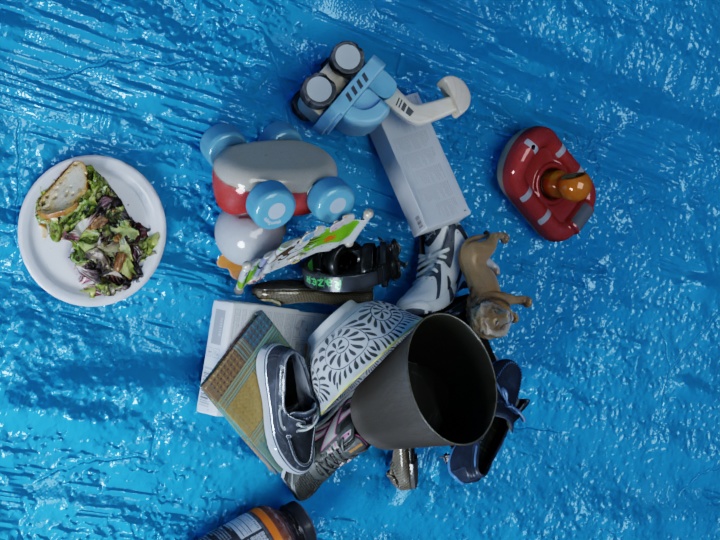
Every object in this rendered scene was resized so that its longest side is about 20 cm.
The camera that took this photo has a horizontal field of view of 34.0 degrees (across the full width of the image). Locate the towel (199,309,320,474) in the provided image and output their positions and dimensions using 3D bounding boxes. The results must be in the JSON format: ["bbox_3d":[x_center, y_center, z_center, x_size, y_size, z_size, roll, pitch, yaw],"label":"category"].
[{"bbox_3d":[-0.131,0.172,1.661,0.147,0.022,0.200,-54,129,-26],"label":"towel"}]

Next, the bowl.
[{"bbox_3d":[-0.013,0.105,1.676,0.201,0.201,0.094,-42,83,-20],"label":"bowl"}]

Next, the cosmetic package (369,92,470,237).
[{"bbox_3d":[0.081,-0.156,1.742,0.083,0.051,0.200,-19,82,-25],"label":"cosmetic package"}]

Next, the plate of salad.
[{"bbox_3d":[-0.346,-0.051,1.545,0.200,0.048,0.200,-3,96,-30],"label":"plate of salad"}]

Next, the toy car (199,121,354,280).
[{"bbox_3d":[-0.131,-0.075,1.625,0.177,0.184,0.200,-7,129,-33],"label":"toy car"}]

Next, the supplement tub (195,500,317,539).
[{"bbox_3d":[-0.162,0.402,1.661,0.200,0.107,0.107,-24,106,-26],"label":"supplement tub"}]

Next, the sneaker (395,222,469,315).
[{"bbox_3d":[0.106,-0.014,1.780,0.199,0.079,0.130,-27,100,-38],"label":"sneaker"}]

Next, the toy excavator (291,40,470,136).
[{"bbox_3d":[0.030,-0.242,1.678,0.200,0.100,0.194,41,76,-7],"label":"toy excavator"}]

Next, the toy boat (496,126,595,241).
[{"bbox_3d":[0.313,-0.138,1.867,0.200,0.131,0.131,46,72,-25],"label":"toy boat"}]

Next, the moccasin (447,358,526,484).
[{"bbox_3d":[0.195,0.218,1.685,0.080,0.068,0.200,34,64,-25],"label":"moccasin"}]

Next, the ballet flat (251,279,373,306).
[{"bbox_3d":[-0.067,0.040,1.708,0.200,0.067,0.046,1,102,-35],"label":"ballet flat"}]

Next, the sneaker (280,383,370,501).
[{"bbox_3d":[-0.034,0.252,1.726,0.080,0.086,0.200,46,73,-32],"label":"sneaker"}]

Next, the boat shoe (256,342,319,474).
[{"bbox_3d":[-0.090,0.197,1.642,0.072,0.068,0.200,-23,111,-41],"label":"boat shoe"}]

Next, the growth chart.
[{"bbox_3d":[-0.079,-0.028,1.599,0.200,0.145,0.018,-23,79,-12],"label":"growth chart"}]

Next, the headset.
[{"bbox_3d":[0.000,0.000,1.715,0.200,0.123,0.094,-30,123,-50],"label":"headset"}]

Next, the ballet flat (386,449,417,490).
[{"bbox_3d":[0.059,0.238,1.797,0.046,0.067,0.200,-2,101,12],"label":"ballet flat"}]

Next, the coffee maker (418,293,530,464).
[{"bbox_3d":[0.152,0.152,1.771,0.135,0.192,0.200,-23,97,15],"label":"coffee maker"}]

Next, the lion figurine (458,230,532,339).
[{"bbox_3d":[0.183,0.016,1.745,0.122,0.072,0.200,5,50,-38],"label":"lion figurine"}]

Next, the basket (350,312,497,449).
[{"bbox_3d":[0.078,0.173,1.636,0.136,0.200,0.180,-2,73,-29],"label":"basket"}]

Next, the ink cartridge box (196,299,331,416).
[{"bbox_3d":[-0.136,0.129,1.696,0.200,0.050,0.161,8,90,-49],"label":"ink cartridge box"}]
